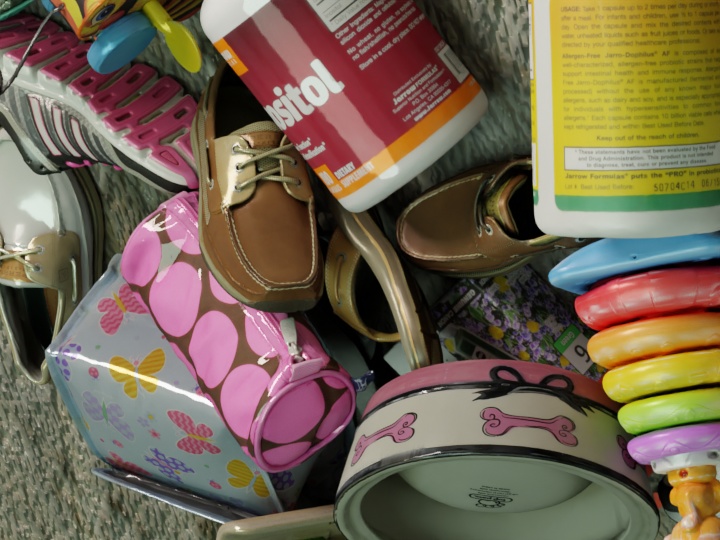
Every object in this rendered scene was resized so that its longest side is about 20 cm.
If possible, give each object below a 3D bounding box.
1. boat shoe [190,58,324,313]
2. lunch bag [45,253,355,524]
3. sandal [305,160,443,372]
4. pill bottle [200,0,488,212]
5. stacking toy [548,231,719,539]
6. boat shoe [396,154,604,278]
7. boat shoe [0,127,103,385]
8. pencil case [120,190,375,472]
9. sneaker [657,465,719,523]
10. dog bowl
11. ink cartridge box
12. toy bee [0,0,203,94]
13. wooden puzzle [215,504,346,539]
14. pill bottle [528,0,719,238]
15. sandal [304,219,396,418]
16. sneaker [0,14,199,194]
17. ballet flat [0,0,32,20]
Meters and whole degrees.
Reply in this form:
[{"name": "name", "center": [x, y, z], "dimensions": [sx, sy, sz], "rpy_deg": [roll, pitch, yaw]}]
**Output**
[{"name": "boat shoe", "center": [-0.068, -0.060, 1.713], "dimensions": [0.200, 0.076, 0.074], "rpy_deg": [-110, 20, -43]}, {"name": "lunch bag", "center": [-0.102, 0.105, 1.886], "dimensions": [0.170, 0.127, 0.200], "rpy_deg": [17, 149, 26]}, {"name": "sandal", "center": [0.000, 0.000, 1.728], "dimensions": [0.200, 0.054, 0.080], "rpy_deg": [62, -175, 26]}, {"name": "pill bottle", "center": [-0.023, -0.144, 1.665], "dimensions": [0.200, 0.113, 0.113], "rpy_deg": [51, 135, -6]}, {"name": "stacking toy", "center": [0.189, 0.079, 1.612], "dimensions": [0.116, 0.110, 0.200], "rpy_deg": [-12, 80, 18]}, {"name": "boat shoe", "center": [0.098, -0.041, 1.667], "dimensions": [0.200, 0.068, 0.072], "rpy_deg": [-13, 76, 32]}, {"name": "boat shoe", "center": [-0.225, -0.011, 1.932], "dimensions": [0.075, 0.068, 0.200], "rpy_deg": [7, 124, 32]}, {"name": "pencil case", "center": [-0.079, 0.032, 1.747], "dimensions": [0.200, 0.091, 0.094], "rpy_deg": [48, 159, 36]}, {"name": "sneaker", "center": [0.262, 0.101, 1.676], "dimensions": [0.200, 0.074, 0.080], "rpy_deg": [-24, 96, 37]}, {"name": "dog bowl", "center": [0.084, 0.122, 1.681], "dimensions": [0.200, 0.074, 0.200], "rpy_deg": [2, 152, 1]}, {"name": "ink cartridge box", "center": [0.122, 0.088, 1.769], "dimensions": [0.200, 0.050, 0.109], "rpy_deg": [45, 135, 1]}, {"name": "toy bee", "center": [-0.147, -0.167, 1.673], "dimensions": [0.131, 0.200, 0.109], "rpy_deg": [38, 134, -6]}, {"name": "wooden puzzle", "center": [-0.019, 0.231, 1.888], "dimensions": [0.200, 0.185, 0.046], "rpy_deg": [106, 147, -43]}, {"name": "pill bottle", "center": [0.150, -0.122, 1.527], "dimensions": [0.113, 0.113, 0.200], "rpy_deg": [2, 97, 34]}, {"name": "sandal", "center": [-0.002, 0.025, 1.811], "dimensions": [0.048, 0.075, 0.200], "rpy_deg": [-20, 117, 15]}, {"name": "sneaker", "center": [-0.179, -0.096, 1.839], "dimensions": [0.200, 0.074, 0.087], "rpy_deg": [30, 133, 21]}, {"name": "ballet flat", "center": [-0.208, -0.208, 1.780], "dimensions": [0.200, 0.070, 0.067], "rpy_deg": [-27, 103, 43]}]
